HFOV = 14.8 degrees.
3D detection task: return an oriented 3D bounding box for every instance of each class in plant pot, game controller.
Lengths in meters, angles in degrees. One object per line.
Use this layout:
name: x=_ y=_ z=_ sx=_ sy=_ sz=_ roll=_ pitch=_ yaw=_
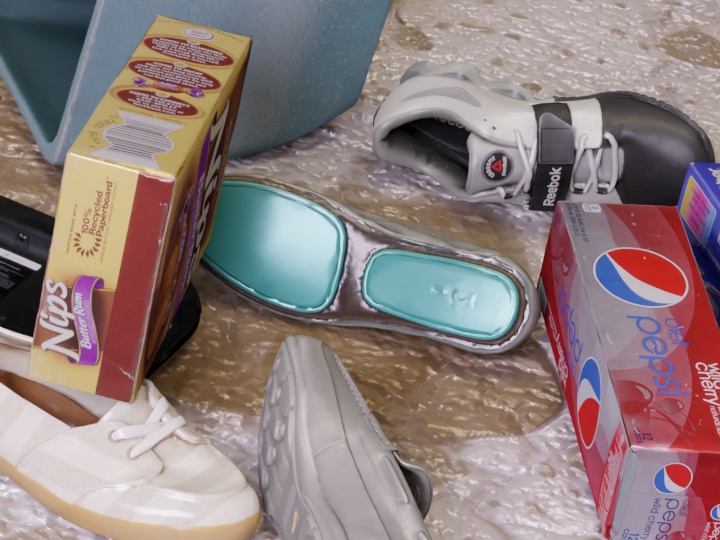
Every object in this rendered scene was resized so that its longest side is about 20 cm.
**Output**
plant pot: x=-0.089 y=-0.178 z=1.611 sx=0.199 sy=0.197 sz=0.197 roll=7 pitch=28 yaw=-28
game controller: x=-0.183 y=0.005 z=1.416 sx=0.199 sy=0.042 sz=0.104 roll=22 pitch=46 yaw=20

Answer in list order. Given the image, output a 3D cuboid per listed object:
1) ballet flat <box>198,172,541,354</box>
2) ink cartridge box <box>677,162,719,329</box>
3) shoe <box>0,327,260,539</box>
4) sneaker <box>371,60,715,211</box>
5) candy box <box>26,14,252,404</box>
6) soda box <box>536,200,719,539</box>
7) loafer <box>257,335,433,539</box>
ballet flat: x=0.000 y=0.000 z=1.465 sx=0.199 sy=0.068 sz=0.064 roll=17 pitch=3 yaw=10
ink cartridge box: x=0.254 y=0.005 z=1.510 sx=0.199 sy=0.077 sz=0.137 roll=-1 pitch=32 yaw=-17
shoe: x=-0.134 y=0.072 z=1.290 sx=0.199 sy=0.054 sz=0.070 roll=23 pitch=32 yaw=20
sneaker: x=0.099 y=-0.063 z=1.583 sx=0.199 sy=0.075 sz=0.089 roll=10 pitch=28 yaw=19
candy box: x=-0.103 y=-0.035 z=1.330 sx=0.056 sy=0.117 sz=0.200 roll=14 pitch=25 yaw=1
soda box: x=0.141 y=0.049 z=1.389 sx=0.070 sy=0.064 sz=0.201 roll=4 pitch=37 yaw=-11
loafer: x=-0.003 y=0.104 z=1.270 sx=0.069 sy=0.070 sz=0.201 roll=6 pitch=37 yaw=-18
